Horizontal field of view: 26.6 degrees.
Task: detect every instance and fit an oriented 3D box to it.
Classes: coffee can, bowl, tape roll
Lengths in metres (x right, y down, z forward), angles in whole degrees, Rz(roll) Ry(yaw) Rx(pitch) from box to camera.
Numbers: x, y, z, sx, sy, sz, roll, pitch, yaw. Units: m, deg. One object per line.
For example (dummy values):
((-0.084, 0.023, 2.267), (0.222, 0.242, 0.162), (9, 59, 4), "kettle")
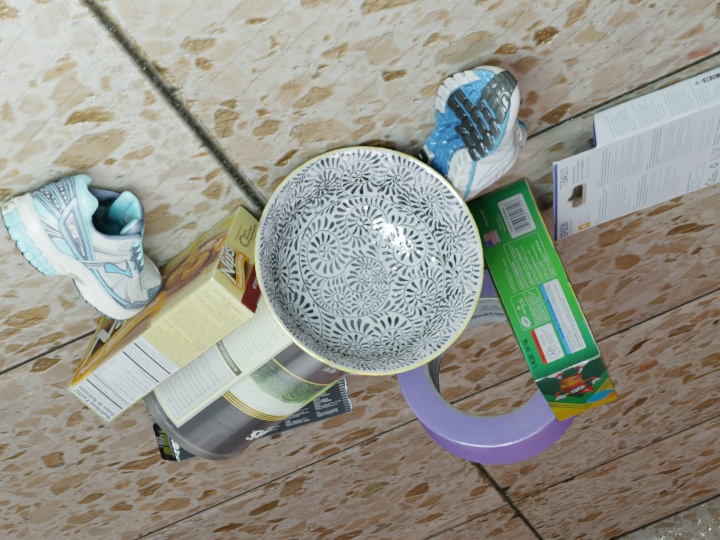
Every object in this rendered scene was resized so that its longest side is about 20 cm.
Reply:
((-0.096, 0.072, 1.454), (0.200, 0.147, 0.146), (-37, 152, 32), "coffee can")
((0.000, 0.000, 1.338), (0.200, 0.201, 0.094), (-15, 170, -15), "bowl")
((0.143, 0.106, 1.662), (0.200, 0.200, 0.085), (-23, 156, 4), "tape roll")

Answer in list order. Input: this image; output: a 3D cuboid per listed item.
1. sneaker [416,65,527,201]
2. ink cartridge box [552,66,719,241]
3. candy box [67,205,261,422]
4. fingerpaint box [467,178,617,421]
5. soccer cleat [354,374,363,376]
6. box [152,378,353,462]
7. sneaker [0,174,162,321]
((0.110, -0.124, 1.321), (0.087, 0.075, 0.200), (-23, 164, -20), "sneaker")
((0.277, -0.113, 1.502), (0.200, 0.043, 0.196), (-19, 158, -1), "ink cartridge box")
((-0.167, 0.040, 1.361), (0.055, 0.116, 0.200), (43, 122, -18), "candy box")
((0.183, 0.034, 1.541), (0.073, 0.200, 0.167), (-23, 157, 7), "fingerpaint box")
((-0.043, 0.077, 1.621), (0.085, 0.069, 0.200), (-21, 158, 28), "soccer cleat")
((-0.123, 0.164, 1.692), (0.200, 0.044, 0.160), (-15, 177, -14), "box")
((-0.205, -0.020, 1.255), (0.086, 0.078, 0.200), (-30, 156, 11), "sneaker")
